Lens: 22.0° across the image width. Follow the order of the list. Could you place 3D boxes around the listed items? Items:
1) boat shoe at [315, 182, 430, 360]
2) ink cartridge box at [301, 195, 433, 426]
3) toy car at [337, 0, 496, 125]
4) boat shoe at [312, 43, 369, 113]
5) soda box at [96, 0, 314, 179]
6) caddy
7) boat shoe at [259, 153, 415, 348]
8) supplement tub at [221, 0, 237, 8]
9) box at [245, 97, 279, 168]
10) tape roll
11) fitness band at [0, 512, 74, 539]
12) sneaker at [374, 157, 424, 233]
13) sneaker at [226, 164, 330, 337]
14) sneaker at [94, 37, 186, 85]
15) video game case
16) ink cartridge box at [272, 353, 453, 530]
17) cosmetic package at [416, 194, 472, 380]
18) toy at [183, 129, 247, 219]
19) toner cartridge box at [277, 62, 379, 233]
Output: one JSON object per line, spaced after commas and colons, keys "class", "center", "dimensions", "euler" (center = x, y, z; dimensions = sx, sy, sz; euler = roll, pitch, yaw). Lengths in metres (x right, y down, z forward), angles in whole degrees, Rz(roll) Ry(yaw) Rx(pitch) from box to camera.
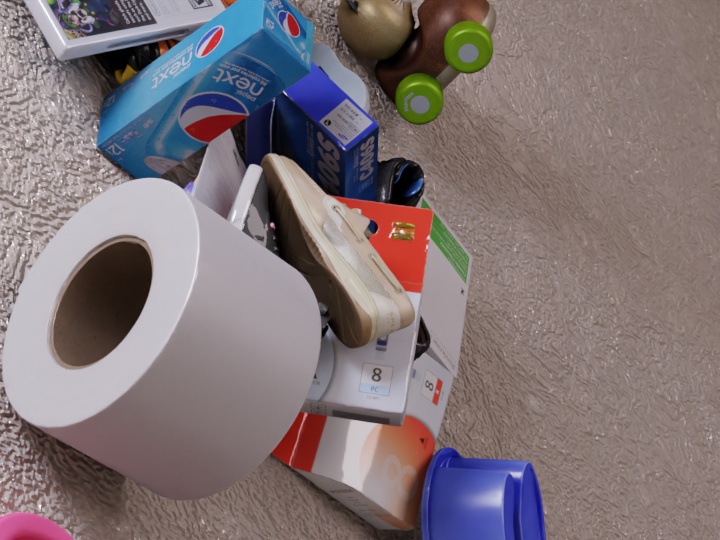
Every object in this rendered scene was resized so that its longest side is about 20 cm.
{"class": "boat shoe", "center": [0.000, 0.000, 1.657], "dimensions": [0.074, 0.060, 0.201], "euler": [-1, 60, -48]}
{"class": "ink cartridge box", "center": [-0.027, 0.024, 1.591], "dimensions": [0.047, 0.159, 0.201], "euler": [85, 14, -71]}
{"class": "toy car", "center": [0.038, -0.291, 2.089], "dimensions": [0.200, 0.158, 0.164], "euler": [38, 21, -17]}
{"class": "boat shoe", "center": [-0.025, -0.152, 1.848], "dimensions": [0.200, 0.071, 0.091], "euler": [-113, -176, -60]}
{"class": "soda box", "center": [-0.134, -0.158, 1.584], "dimensions": [0.064, 0.200, 0.068], "euler": [39, 34, -32]}
{"class": "caddy", "center": [0.105, 0.261, 1.697], "dimensions": [0.141, 0.104, 0.201], "euler": [-8, 92, -69]}
{"class": "boat shoe", "center": [-0.023, -0.022, 1.569], "dimensions": [0.065, 0.072, 0.200], "euler": [-17, 56, -27]}
{"class": "supplement tub", "center": [-0.143, -0.298, 1.790], "dimensions": [0.123, 0.122, 0.200], "euler": [46, 30, -27]}
{"class": "box", "center": [-0.090, -0.147, 1.754], "dimensions": [0.200, 0.032, 0.122], "euler": [-88, 180, -53]}
{"class": "tape roll", "center": [-0.146, 0.052, 1.368], "dimensions": [0.139, 0.202, 0.203], "euler": [36, 36, -39]}
{"class": "fitness band", "center": [-0.205, 0.259, 1.251], "dimensions": [0.143, 0.037, 0.201], "euler": [12, 54, -56]}
{"class": "sneaker", "center": [0.018, -0.097, 1.890], "dimensions": [0.073, 0.112, 0.201], "euler": [47, 31, -31]}
{"class": "sneaker", "center": [-0.072, 0.011, 1.543], "dimensions": [0.099, 0.071, 0.201], "euler": [10, 67, -7]}
{"class": "sneaker", "center": [-0.189, -0.184, 1.670], "dimensions": [0.200, 0.070, 0.090], "euler": [42, 38, -25]}
{"class": "video game case", "center": [-0.234, -0.282, 1.627], "dimensions": [0.181, 0.023, 0.201], "euler": [-18, 70, -41]}
{"class": "ink cartridge box", "center": [-0.005, 0.118, 1.659], "dimensions": [0.200, 0.050, 0.163], "euler": [42, 54, -39]}
{"class": "cosmetic package", "center": [0.044, 0.027, 1.851], "dimensions": [0.108, 0.085, 0.200], "euler": [50, 28, -27]}
{"class": "toy", "center": [-0.141, -0.029, 1.608], "dimensions": [0.115, 0.047, 0.201], "euler": [69, 23, -48]}
{"class": "toner cartridge box", "center": [-0.030, -0.101, 1.718], "dimensions": [0.095, 0.043, 0.200], "euler": [45, -19, 20]}
